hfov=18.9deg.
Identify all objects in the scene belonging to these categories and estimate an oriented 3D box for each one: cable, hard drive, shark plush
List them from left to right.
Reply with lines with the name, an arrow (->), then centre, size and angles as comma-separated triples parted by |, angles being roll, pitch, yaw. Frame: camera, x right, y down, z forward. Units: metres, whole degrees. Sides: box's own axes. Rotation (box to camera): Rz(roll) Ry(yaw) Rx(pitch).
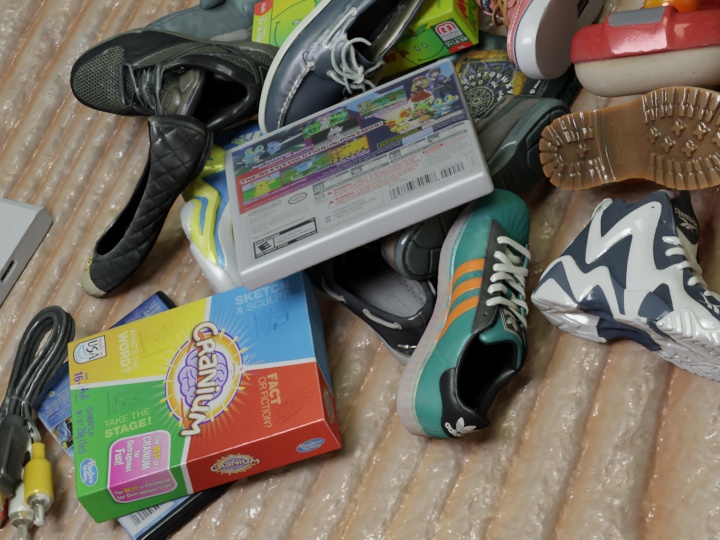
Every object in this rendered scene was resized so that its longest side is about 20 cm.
hard drive -> -0.381, -0.016, 1.882 | 0.200, 0.026, 0.132 | 13, 60, 30
cable -> -0.269, 0.126, 1.710 | 0.097, 0.050, 0.200 | -21, 44, 35
shark plush -> -0.116, -0.224, 1.892 | 0.200, 0.083, 0.091 | -30, 48, -1

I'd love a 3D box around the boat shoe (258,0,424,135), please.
boat shoe -> -0.006, -0.180, 1.739 | 0.200, 0.075, 0.062 | -52, 50, 0

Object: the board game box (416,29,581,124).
board game box -> 0.081, -0.109, 1.754 | 0.135, 0.028, 0.200 | 18, 63, 33

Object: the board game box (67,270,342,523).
board game box -> -0.122, 0.094, 1.650 | 0.200, 0.040, 0.153 | -18, 49, 9

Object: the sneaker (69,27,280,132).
sneaker -> -0.166, -0.155, 1.789 | 0.199, 0.076, 0.114 | 6, 16, 21

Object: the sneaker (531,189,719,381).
sneaker -> 0.234, -0.001, 1.570 | 0.199, 0.079, 0.130 | 13, 68, 42

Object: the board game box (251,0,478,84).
board game box -> 0.002, -0.210, 1.827 | 0.200, 0.048, 0.102 | -19, 48, 26

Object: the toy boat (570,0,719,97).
toy boat -> 0.238, -0.204, 1.650 | 0.130, 0.200, 0.131 | -4, 96, 25

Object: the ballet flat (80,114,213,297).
ballet flat -> -0.183, -0.055, 1.746 | 0.200, 0.057, 0.066 | -55, 26, 34

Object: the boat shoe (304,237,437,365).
boat shoe -> 0.000, 0.000, 1.682 | 0.074, 0.060, 0.200 | -35, 49, -9

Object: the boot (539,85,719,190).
boot -> 0.240, -0.100, 1.607 | 0.107, 0.075, 0.200 | -8, 6, -40

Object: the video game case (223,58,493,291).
video game case -> -0.006, -0.076, 1.655 | 0.200, 0.023, 0.182 | -23, 34, 7

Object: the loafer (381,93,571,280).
loafer -> 0.081, -0.067, 1.665 | 0.063, 0.072, 0.200 | 25, 56, 40

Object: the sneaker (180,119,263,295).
sneaker -> -0.091, -0.058, 1.758 | 0.105, 0.076, 0.200 | -22, 48, 5

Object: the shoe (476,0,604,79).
shoe -> 0.133, -0.212, 1.751 | 0.091, 0.072, 0.200 | 5, 30, 21

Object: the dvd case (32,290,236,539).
dvd case -> -0.162, 0.114, 1.692 | 0.143, 0.018, 0.200 | -38, 48, -9

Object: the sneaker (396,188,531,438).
sneaker -> 0.096, 0.032, 1.591 | 0.080, 0.071, 0.200 | 0, 65, 49
